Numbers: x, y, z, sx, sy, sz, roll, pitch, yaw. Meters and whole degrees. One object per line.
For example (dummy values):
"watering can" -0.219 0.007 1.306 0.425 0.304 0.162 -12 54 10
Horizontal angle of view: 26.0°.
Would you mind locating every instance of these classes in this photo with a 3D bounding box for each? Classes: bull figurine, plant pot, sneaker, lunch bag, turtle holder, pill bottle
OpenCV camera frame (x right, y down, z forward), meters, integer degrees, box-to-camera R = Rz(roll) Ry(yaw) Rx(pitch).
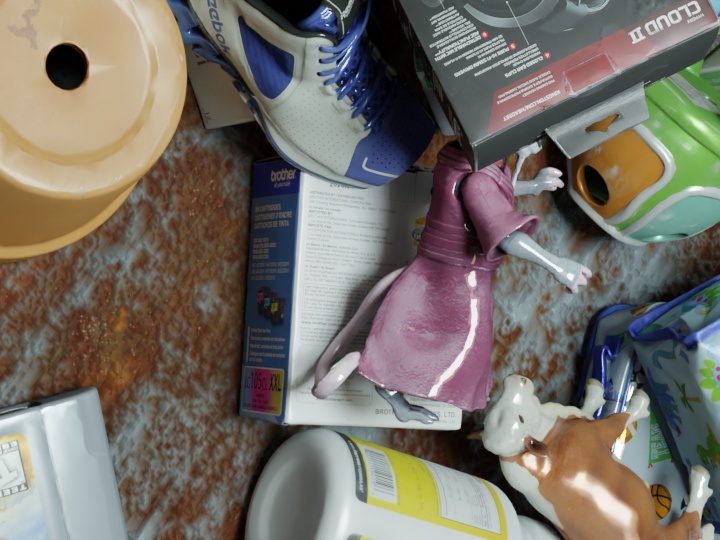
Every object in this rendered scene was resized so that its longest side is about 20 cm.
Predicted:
"bull figurine" 0.160 0.141 1.044 0.121 0.065 0.200 -39 97 -33
"plant pot" -0.186 -0.103 0.858 0.199 0.140 0.201 0 91 -33
"sneaker" -0.023 -0.125 0.893 0.199 0.115 0.081 40 67 -27
"lunch bag" 0.223 0.121 1.154 0.160 0.075 0.201 19 79 -26
"turtle holder" 0.222 -0.091 1.130 0.141 0.186 0.132 39 110 3
"lunch bag" 0.313 0.073 1.090 0.199 0.127 0.171 -27 99 -14
"pill bottle" 0.034 0.179 1.010 0.199 0.112 0.113 22 78 -30

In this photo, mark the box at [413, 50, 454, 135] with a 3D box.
"box" 0.088 -0.202 0.990 0.096 0.176 0.201 -2 83 8

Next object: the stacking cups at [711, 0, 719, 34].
"stacking cups" 0.240 -0.203 1.134 0.200 0.060 0.061 -9 95 -54

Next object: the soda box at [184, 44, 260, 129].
"soda box" -0.086 -0.194 0.964 0.064 0.068 0.201 -24 102 -30

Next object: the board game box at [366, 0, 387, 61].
"board game box" -0.033 -0.216 0.945 0.200 0.023 0.105 58 20 -46

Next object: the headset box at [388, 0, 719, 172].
"headset box" 0.092 -0.161 0.855 0.148 0.077 0.201 -27 82 2

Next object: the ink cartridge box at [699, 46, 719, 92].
"ink cartridge box" 0.372 -0.112 1.243 0.146 0.084 0.200 -39 110 -26

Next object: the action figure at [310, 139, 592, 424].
"action figure" 0.056 -0.016 0.940 0.148 0.134 0.201 9 103 -6

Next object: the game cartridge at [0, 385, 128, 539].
"game cartridge" -0.229 0.154 0.890 0.199 0.041 0.134 -15 93 -32

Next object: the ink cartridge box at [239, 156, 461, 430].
"ink cartridge box" 0.000 0.000 1.011 0.136 0.076 0.201 5 88 -31
